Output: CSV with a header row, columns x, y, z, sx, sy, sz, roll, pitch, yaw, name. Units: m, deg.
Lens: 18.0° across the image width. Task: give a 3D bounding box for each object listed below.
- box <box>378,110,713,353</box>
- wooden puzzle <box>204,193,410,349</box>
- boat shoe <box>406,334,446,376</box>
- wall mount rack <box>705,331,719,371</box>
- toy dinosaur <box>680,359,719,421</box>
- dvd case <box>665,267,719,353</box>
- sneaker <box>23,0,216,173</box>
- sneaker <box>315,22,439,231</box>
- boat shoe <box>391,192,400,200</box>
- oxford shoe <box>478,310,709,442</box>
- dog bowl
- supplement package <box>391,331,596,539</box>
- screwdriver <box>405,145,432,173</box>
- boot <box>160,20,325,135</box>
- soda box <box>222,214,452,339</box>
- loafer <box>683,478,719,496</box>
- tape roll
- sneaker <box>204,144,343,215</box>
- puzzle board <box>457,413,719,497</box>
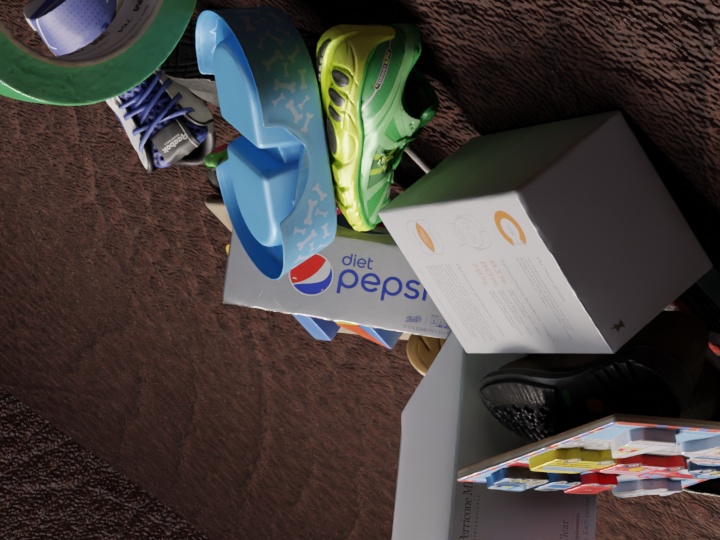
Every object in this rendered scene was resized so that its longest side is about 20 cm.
x,y,z,sx,sy,sz,roll,pitch,yaw,name
0.119,-0.021,1.507,0.125,0.097,0.200,57,158,-13,box
-0.043,0.009,2.050,0.185,0.046,0.200,47,161,-29,wooden puzzle
0.133,0.105,1.924,0.200,0.074,0.069,34,175,14,boat shoe
0.307,0.054,1.425,0.200,0.075,0.174,29,165,26,wall mount rack
0.199,0.092,1.563,0.102,0.199,0.077,-126,24,-47,toy dinosaur
0.190,0.005,1.612,0.146,0.022,0.200,44,161,-20,dvd case
-0.168,-0.146,1.776,0.199,0.080,0.115,45,-170,-44,sneaker
0.015,-0.096,1.568,0.200,0.083,0.074,91,162,-57,sneaker
0.076,0.014,1.773,0.201,0.074,0.063,34,155,-3,boat shoe
0.159,0.069,1.512,0.200,0.084,0.073,-13,122,50,oxford shoe
-0.063,-0.092,1.575,0.111,0.049,0.201,41,145,54,dog bowl
0.095,0.162,1.650,0.110,0.201,0.156,14,144,-11,supplement package
0.080,-0.037,1.647,0.200,0.028,0.029,41,136,-9,screwdriver
-0.049,-0.127,1.711,0.200,0.068,0.131,21,169,42,boot
0.000,0.000,1.695,0.199,0.069,0.063,9,-164,-1,soda box
0.215,0.124,1.721,0.199,0.070,0.076,10,122,29,loafer
-0.202,-0.212,1.522,0.200,0.201,0.048,47,161,-30,tape roll
-0.046,-0.045,1.768,0.077,0.084,0.200,13,172,43,sneaker
0.186,0.125,1.491,0.199,0.017,0.150,7,159,-39,puzzle board
